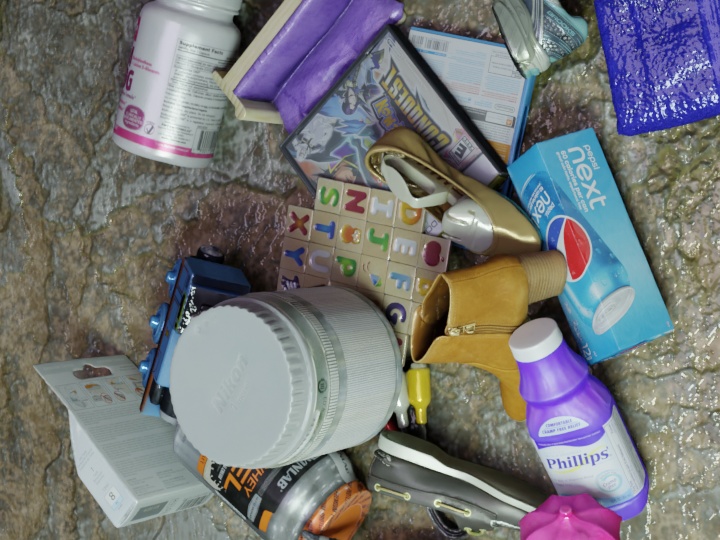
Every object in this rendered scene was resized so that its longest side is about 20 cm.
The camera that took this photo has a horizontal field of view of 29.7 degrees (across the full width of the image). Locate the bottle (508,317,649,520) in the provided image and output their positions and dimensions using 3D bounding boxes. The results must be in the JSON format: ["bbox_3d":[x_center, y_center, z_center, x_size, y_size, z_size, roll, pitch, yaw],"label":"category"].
[{"bbox_3d":[0.193,0.137,1.227,0.083,0.066,0.202,-15,115,25],"label":"bottle"}]

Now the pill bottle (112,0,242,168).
[{"bbox_3d":[-0.192,-0.222,1.464,0.112,0.113,0.203,21,102,28],"label":"pill bottle"}]

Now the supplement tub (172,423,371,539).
[{"bbox_3d":[-0.091,0.207,1.417,0.199,0.122,0.124,36,109,24],"label":"supplement tub"}]

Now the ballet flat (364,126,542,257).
[{"bbox_3d":[0.081,-0.061,1.280,0.199,0.063,0.069,39,137,27],"label":"ballet flat"}]

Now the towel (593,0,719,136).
[{"bbox_3d":[0.306,-0.211,1.202,0.198,0.049,0.150,-13,85,31],"label":"towel"}]

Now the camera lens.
[{"bbox_3d":[-0.065,0.099,1.292,0.158,0.199,0.163,2,93,32],"label":"camera lens"}]

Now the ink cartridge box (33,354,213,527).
[{"bbox_3d":[-0.263,0.183,1.497,0.200,0.159,0.047,47,112,21],"label":"ink cartridge box"}]

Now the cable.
[{"bbox_3d":[0.049,0.181,1.370,0.096,0.050,0.203,-20,80,18],"label":"cable"}]

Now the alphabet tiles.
[{"bbox_3d":[0.000,0.000,1.369,0.198,0.006,0.169,14,98,32],"label":"alphabet tiles"}]

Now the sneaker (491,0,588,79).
[{"bbox_3d":[0.155,-0.284,1.288,0.085,0.078,0.203,-22,78,7],"label":"sneaker"}]

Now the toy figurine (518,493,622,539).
[{"bbox_3d":[0.204,0.289,1.217,0.185,0.150,0.200,54,142,1],"label":"toy figurine"}]

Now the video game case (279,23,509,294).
[{"bbox_3d":[0.029,-0.111,1.365,0.181,0.025,0.201,-45,70,26],"label":"video game case"}]

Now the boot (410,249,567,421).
[{"bbox_3d":[0.108,0.070,1.249,0.071,0.142,0.203,50,143,44],"label":"boot"}]

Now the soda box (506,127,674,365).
[{"bbox_3d":[0.209,-0.022,1.245,0.064,0.067,0.203,-41,68,62],"label":"soda box"}]

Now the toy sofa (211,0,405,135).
[{"bbox_3d":[-0.052,-0.234,1.397,0.200,0.082,0.098,-48,68,23],"label":"toy sofa"}]

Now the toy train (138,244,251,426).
[{"bbox_3d":[-0.182,0.075,1.464,0.114,0.086,0.203,-129,56,-66],"label":"toy train"}]

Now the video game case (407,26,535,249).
[{"bbox_3d":[0.093,-0.130,1.352,0.142,0.018,0.203,16,100,29],"label":"video game case"}]

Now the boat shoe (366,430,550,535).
[{"bbox_3d":[0.103,0.220,1.315,0.199,0.072,0.061,22,98,12],"label":"boat shoe"}]

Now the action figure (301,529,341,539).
[{"bbox_3d":[0.043,0.294,1.313,0.200,0.191,0.106,123,144,-57],"label":"action figure"}]
